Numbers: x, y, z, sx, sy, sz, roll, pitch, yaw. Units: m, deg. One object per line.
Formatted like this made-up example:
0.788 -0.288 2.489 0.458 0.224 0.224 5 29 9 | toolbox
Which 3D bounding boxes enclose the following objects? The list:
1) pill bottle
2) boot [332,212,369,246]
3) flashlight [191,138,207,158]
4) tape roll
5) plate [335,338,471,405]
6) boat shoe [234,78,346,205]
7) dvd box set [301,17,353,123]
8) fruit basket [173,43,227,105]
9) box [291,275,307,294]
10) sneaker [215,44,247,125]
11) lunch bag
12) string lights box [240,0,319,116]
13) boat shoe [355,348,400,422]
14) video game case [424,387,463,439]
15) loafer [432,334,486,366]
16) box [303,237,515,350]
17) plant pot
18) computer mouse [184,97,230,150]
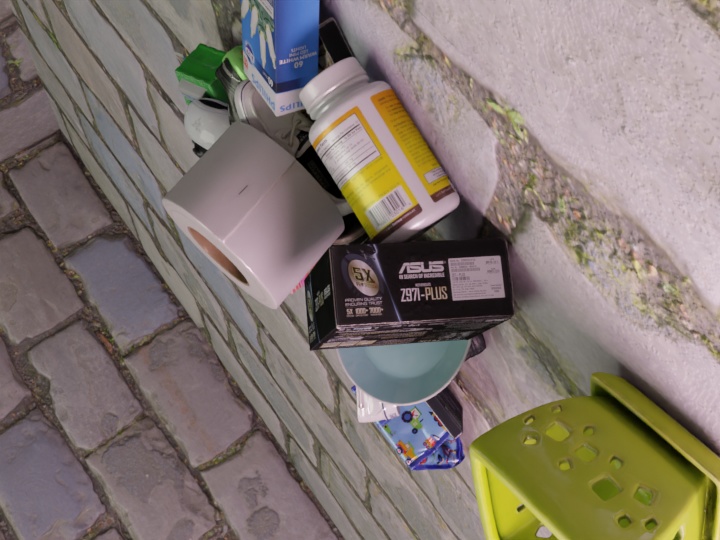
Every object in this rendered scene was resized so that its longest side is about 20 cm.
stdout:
0.016 -0.128 1.147 0.202 0.108 0.109 58 163 3 | pill bottle
0.000 0.000 1.474 0.152 0.073 0.200 61 165 -7 | boot
-0.178 -0.157 1.593 0.067 0.069 0.200 13 163 40 | flashlight
-0.137 -0.069 1.338 0.202 0.140 0.203 40 168 10 | tape roll
0.055 0.066 1.298 0.201 0.201 0.025 49 -163 27 | plate
-0.081 -0.162 1.326 0.201 0.072 0.065 56 160 -17 | boat shoe
-0.046 -0.225 1.291 0.148 0.029 0.199 63 162 -14 | dvd box set
-0.186 -0.235 1.565 0.184 0.094 0.201 29 156 45 | fruit basket
-0.110 -0.067 1.584 0.095 0.102 0.201 48 167 27 | box
-0.128 -0.202 1.401 0.083 0.077 0.203 -15 105 41 | sneaker
0.087 0.223 1.569 0.151 0.094 0.200 51 -178 23 | lunch bag
-0.092 -0.291 1.186 0.103 0.058 0.202 54 153 38 | string lights box
0.001 0.098 1.370 0.074 0.064 0.204 55 -158 -74 | boat shoe
0.091 0.152 1.424 0.144 0.019 0.200 52 -176 3 | video game case
0.085 0.080 1.372 0.074 0.072 0.199 62 164 -15 | loafer
0.049 0.028 1.147 0.164 0.196 0.088 132 133 -73 | box
0.240 0.233 1.008 0.200 0.180 0.201 43 157 41 | plant pot
-0.162 -0.181 1.458 0.197 0.044 0.112 18 112 8 | computer mouse
